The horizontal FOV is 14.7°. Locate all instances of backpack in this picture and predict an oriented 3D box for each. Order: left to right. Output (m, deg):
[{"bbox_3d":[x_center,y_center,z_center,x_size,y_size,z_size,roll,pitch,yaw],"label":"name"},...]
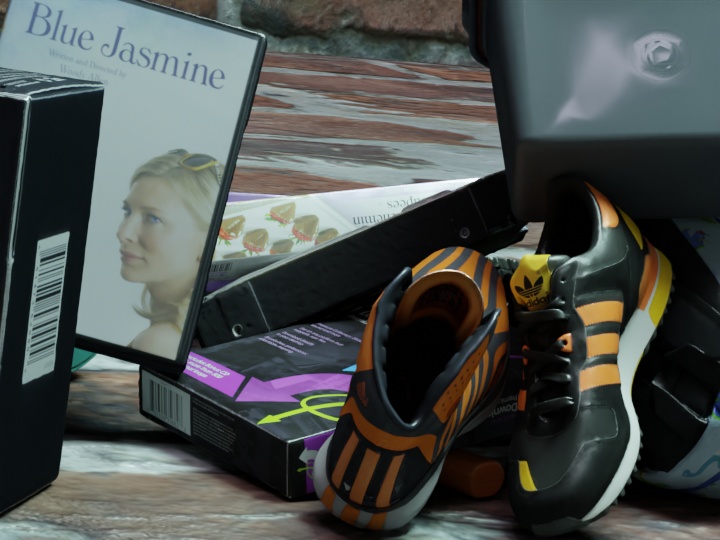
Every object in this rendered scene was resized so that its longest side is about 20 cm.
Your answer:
[{"bbox_3d":[0.175,0.041,1.523,0.153,0.164,0.200,25,11,-20],"label":"backpack"}]

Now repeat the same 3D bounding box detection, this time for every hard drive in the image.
[{"bbox_3d":[0.000,0.000,1.604,0.199,0.038,0.140,-23,-4,0],"label":"hard drive"}]

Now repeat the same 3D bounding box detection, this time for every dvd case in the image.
[{"bbox_3d":[-0.139,-0.055,1.482,0.142,0.201,0.018,15,-22,-5],"label":"dvd case"}]

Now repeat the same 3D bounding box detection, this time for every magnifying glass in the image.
[{"bbox_3d":[0.001,0.086,1.505,0.079,0.023,0.199,-5,17,-40],"label":"magnifying glass"}]

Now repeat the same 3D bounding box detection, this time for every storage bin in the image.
[{"bbox_3d":[0.155,-0.098,1.495,0.198,0.135,0.146,-1,-30,0],"label":"storage bin"}]

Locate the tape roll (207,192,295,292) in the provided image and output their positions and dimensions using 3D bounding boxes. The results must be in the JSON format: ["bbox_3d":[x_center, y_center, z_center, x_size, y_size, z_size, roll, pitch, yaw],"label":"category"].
[{"bbox_3d":[-0.067,-0.017,1.839,0.199,0.066,0.200,4,0,0],"label":"tape roll"}]

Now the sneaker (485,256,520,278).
[{"bbox_3d":[0.011,0.032,1.734,0.199,0.075,0.079,0,-11,-25],"label":"sneaker"}]

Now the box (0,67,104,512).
[{"bbox_3d":[-0.239,-0.003,1.308,0.195,0.201,0.124,10,8,10],"label":"box"}]

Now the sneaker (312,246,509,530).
[{"bbox_3d":[0.043,0.031,1.376,0.077,0.112,0.200,22,40,1],"label":"sneaker"}]

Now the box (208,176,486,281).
[{"bbox_3d":[-0.016,-0.025,1.723,0.199,0.039,0.041,-6,-18,-11],"label":"box"}]

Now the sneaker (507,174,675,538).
[{"bbox_3d":[0.099,0.040,1.404,0.070,0.090,0.201,-18,37,35],"label":"sneaker"}]

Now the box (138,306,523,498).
[{"bbox_3d":[0.002,0.062,1.485,0.199,0.036,0.143,-12,22,-35],"label":"box"}]

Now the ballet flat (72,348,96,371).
[{"bbox_3d":[-0.208,0.033,1.529,0.065,0.071,0.200,4,5,22],"label":"ballet flat"}]
